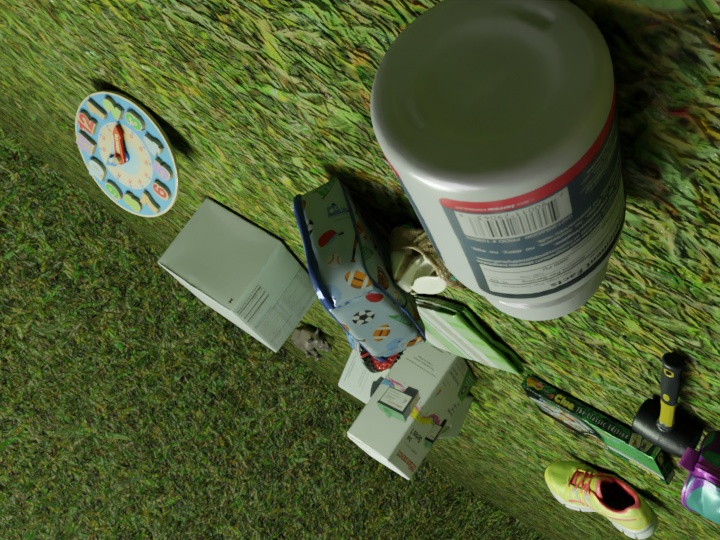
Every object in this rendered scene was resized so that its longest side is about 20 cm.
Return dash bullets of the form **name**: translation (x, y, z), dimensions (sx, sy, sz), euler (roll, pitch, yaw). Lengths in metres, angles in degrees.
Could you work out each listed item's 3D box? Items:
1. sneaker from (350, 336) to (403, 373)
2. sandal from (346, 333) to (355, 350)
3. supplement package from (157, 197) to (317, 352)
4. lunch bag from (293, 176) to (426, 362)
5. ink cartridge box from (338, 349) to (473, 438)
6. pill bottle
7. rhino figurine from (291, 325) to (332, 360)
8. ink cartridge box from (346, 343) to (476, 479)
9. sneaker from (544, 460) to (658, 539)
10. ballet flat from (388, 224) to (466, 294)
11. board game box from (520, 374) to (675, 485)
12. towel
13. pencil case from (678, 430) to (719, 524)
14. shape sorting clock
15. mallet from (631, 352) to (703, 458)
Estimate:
- **sneaker**: translation (0.006, 0.041, 1.213), dimensions (0.096, 0.079, 0.201), euler (41, 149, 56)
- **sandal**: translation (0.004, 0.102, 1.545), dimensions (0.087, 0.080, 0.200), euler (35, 168, 24)
- **supplement package**: translation (-0.210, 0.010, 1.612), dimensions (0.191, 0.147, 0.200), euler (30, 168, 28)
- **lunch bag**: translation (0.000, 0.000, 0.994), dimensions (0.200, 0.075, 0.161), euler (52, -165, -52)
- **ink cartridge box**: translation (0.085, 0.221, 1.659), dimensions (0.199, 0.083, 0.145), euler (28, -171, 34)
- **pill bottle**: translation (0.088, -0.050, 0.517), dimensions (0.119, 0.120, 0.200), euler (30, 168, 28)
- **rhino figurine**: translation (-0.120, 0.179, 2.287), dimensions (0.088, 0.060, 0.200), euler (49, 163, -12)
- **ink cartridge box**: translation (0.084, 0.213, 1.428), dimensions (0.084, 0.200, 0.145), euler (30, 168, 28)
- **sneaker**: translation (0.381, 0.349, 1.462), dimensions (0.199, 0.078, 0.090), euler (19, 153, 41)
- **ballet flat**: translation (0.063, -0.009, 0.911), dimensions (0.070, 0.065, 0.200), euler (36, 170, -11)
- **board game box**: translation (0.307, 0.205, 1.182), dimensions (0.199, 0.024, 0.105), euler (28, 165, 38)
- **towel**: translation (0.116, 0.074, 1.218), dimensions (0.149, 0.031, 0.200), euler (40, 166, -30)
- **pencil case**: translation (0.393, 0.222, 0.820), dimensions (0.200, 0.086, 0.092), euler (25, -179, 43)
- **shape sorting clock**: translation (-0.346, -0.168, 1.340), dimensions (0.199, 0.039, 0.201), euler (21, 129, 29)
- **mallet**: translation (0.300, 0.129, 0.858), dimensions (0.066, 0.041, 0.200), euler (33, 165, 22)
